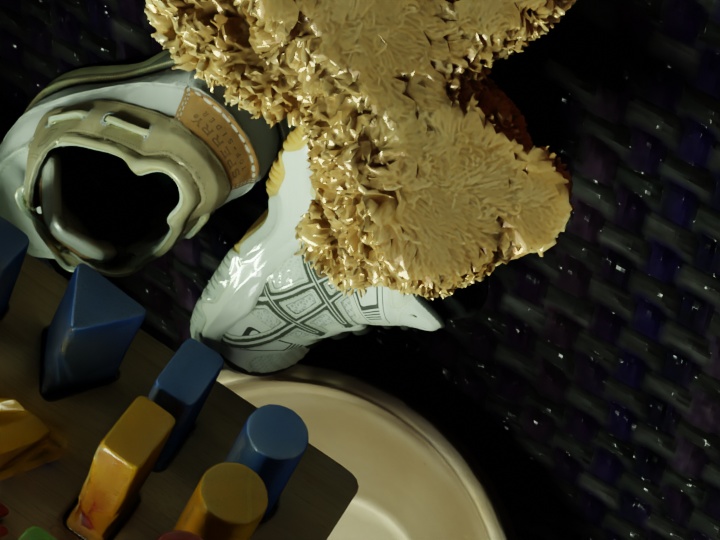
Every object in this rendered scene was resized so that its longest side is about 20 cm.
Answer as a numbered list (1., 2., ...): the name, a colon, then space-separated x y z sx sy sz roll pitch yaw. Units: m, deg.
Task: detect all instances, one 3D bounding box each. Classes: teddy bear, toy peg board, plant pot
1. teddy bear: 0.001 -0.093 0.695 0.200 0.145 0.067 51 -170 -8
2. toy peg board: -0.113 0.071 0.799 0.199 0.199 0.098 34 139 3
3. plant pot: -0.022 0.138 0.944 0.200 0.202 0.093 33 -173 13

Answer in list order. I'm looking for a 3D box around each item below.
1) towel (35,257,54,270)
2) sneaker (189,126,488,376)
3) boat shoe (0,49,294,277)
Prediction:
1. towel: -0.167 0.020 0.960 0.024 0.147 0.201 -19 117 17
2. sneaker: 0.000 0.000 0.820 0.087 0.076 0.200 37 148 3
3. boat shoe: -0.103 -0.037 0.887 0.075 0.068 0.200 50 145 -12
